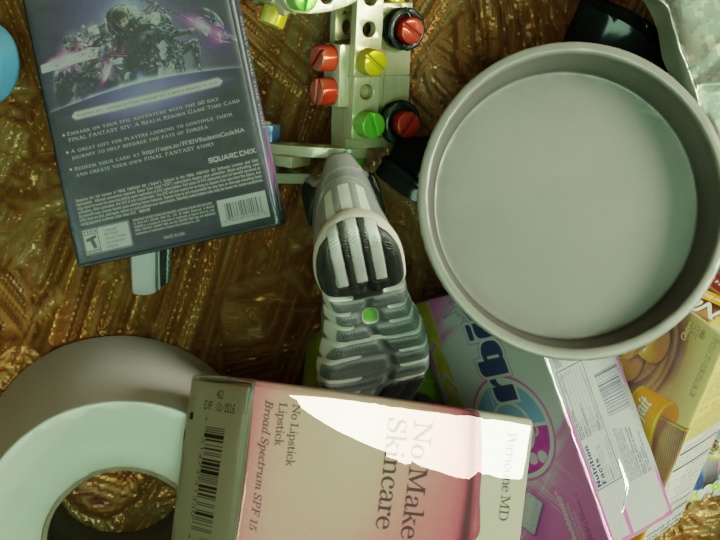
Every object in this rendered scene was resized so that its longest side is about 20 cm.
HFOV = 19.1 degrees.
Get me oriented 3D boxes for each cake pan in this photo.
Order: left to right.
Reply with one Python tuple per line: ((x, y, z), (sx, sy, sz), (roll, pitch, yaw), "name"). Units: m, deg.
((0.134, -0.043, 1.351), (0.199, 0.037, 0.201), (0, 86, -4), "cake pan")

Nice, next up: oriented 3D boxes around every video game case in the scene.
((-0.136, -0.114, 1.375), (0.142, 0.019, 0.201), (-11, 90, 16), "video game case")

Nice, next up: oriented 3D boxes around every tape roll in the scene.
((-0.163, 0.159, 1.451), (0.202, 0.139, 0.203), (-2, 107, -6), "tape roll")

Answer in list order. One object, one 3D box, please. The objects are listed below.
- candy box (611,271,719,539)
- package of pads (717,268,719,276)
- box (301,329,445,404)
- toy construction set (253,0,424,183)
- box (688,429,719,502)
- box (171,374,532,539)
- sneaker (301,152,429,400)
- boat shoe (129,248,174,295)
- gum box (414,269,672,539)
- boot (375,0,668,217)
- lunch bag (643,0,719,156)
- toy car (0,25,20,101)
((0.188, 0.078, 1.449), (0.055, 0.115, 0.200), (-25, 143, -39), "candy box")
((0.329, 0.011, 1.473), (0.200, 0.076, 0.121), (-29, 114, -19), "package of pads")
((0.012, 0.149, 1.470), (0.122, 0.048, 0.201), (11, 72, -10), "box")
((-0.028, -0.136, 1.406), (0.131, 0.092, 0.201), (-4, 117, -32), "toy construction set")
((0.242, 0.064, 1.527), (0.136, 0.040, 0.201), (-14, 107, -4), "box")
((-0.006, 0.141, 1.352), (0.199, 0.109, 0.128), (9, 85, -25), "box")
((0.000, 0.000, 1.404), (0.075, 0.116, 0.200), (-8, 140, -5), "sneaker")
((-0.124, -0.080, 1.423), (0.056, 0.069, 0.201), (4, 104, -8), "boat shoe")
((0.122, 0.098, 1.435), (0.066, 0.113, 0.201), (-22, 94, -39), "gum box")
((0.119, -0.108, 1.422), (0.200, 0.076, 0.169), (13, 107, -36), "boot")
((0.273, -0.164, 1.400), (0.200, 0.117, 0.164), (-28, 109, -24), "lunch bag")
((-0.355, -0.104, 1.358), (0.199, 0.184, 0.177), (19, 105, 17), "toy car")
